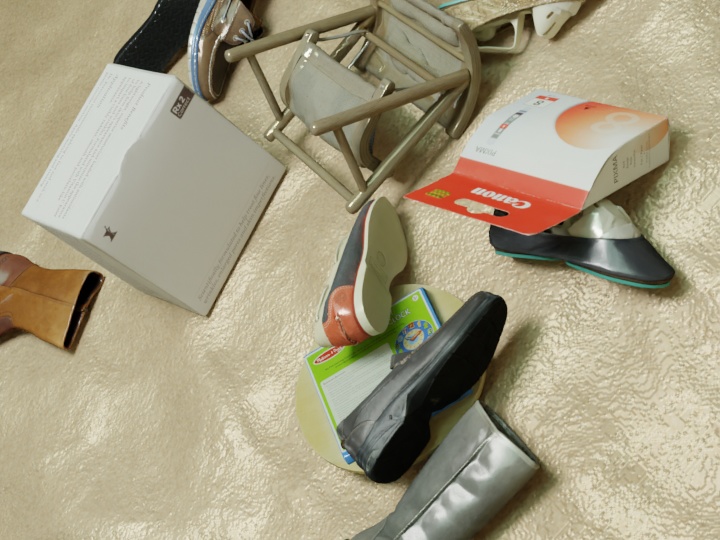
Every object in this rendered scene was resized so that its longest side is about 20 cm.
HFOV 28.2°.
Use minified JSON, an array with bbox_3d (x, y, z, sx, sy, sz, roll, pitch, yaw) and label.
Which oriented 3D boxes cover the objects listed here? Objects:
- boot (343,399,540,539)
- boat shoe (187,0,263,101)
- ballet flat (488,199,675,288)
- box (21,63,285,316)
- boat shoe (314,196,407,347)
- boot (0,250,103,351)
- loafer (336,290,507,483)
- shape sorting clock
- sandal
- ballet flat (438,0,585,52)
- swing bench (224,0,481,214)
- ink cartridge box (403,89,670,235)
[{"bbox_3d":[0.081,0.233,1.238,0.200,0.073,0.182,-39,48,4],"label":"boot"},{"bbox_3d":[-0.157,-0.300,1.731,0.072,0.072,0.201,9,85,16],"label":"boat shoe"},{"bbox_3d":[0.195,-0.034,1.291,0.199,0.073,0.073,15,74,45],"label":"ballet flat"},{"bbox_3d":[-0.223,-0.088,1.571,0.130,0.200,0.200,19,76,45],"label":"box"},{"bbox_3d":[0.000,0.000,1.402,0.062,0.071,0.201,-23,31,27],"label":"boat shoe"},{"bbox_3d":[-0.417,0.073,1.741,0.199,0.069,0.189,13,65,34],"label":"boot"},{"bbox_3d":[0.053,0.093,1.291,0.200,0.073,0.072,-49,52,-6],"label":"loafer"},{"bbox_3d":[0.028,0.102,1.368,0.199,0.039,0.201,-13,57,21],"label":"shape sorting clock"},{"bbox_3d":[-0.239,-0.316,1.814,0.200,0.075,0.048,-41,29,11],"label":"sandal"},{"bbox_3d":[0.169,-0.263,1.473,0.199,0.070,0.066,-13,84,35],"label":"ballet flat"},{"bbox_3d":[0.001,-0.199,1.506,0.200,0.130,0.199,-36,44,-11],"label":"swing bench"},{"bbox_3d":[0.159,-0.104,1.306,0.199,0.050,0.162,-26,31,-36],"label":"ink cartridge box"}]
